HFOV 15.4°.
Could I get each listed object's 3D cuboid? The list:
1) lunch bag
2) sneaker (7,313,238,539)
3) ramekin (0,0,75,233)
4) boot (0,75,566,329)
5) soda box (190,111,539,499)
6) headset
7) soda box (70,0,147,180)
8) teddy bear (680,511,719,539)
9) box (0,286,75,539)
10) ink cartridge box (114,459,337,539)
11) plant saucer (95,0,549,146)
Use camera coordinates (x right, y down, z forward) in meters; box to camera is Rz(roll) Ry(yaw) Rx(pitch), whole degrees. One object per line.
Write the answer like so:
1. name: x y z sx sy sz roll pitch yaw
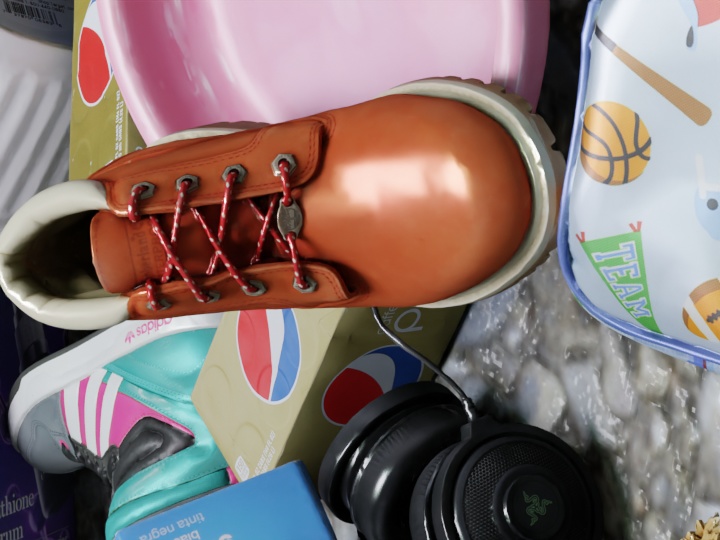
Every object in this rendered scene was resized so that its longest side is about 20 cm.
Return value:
1. lunch bag: 0.146 -0.053 0.774 0.160 0.076 0.201 19 115 27
2. sneaker: -0.095 0.094 1.192 0.200 0.083 0.121 -31 60 53
3. ramekin: -0.173 -0.114 1.175 0.105 0.200 0.200 -53 52 33
4. boot: -0.029 -0.013 0.860 0.200 0.107 0.075 -7 98 42
5. soda box: 0.000 0.000 1.041 0.068 0.064 0.200 57 139 35
6. headset: 0.047 0.077 0.996 0.123 0.094 0.201 21 127 55
7. soda box: -0.077 -0.119 1.084 0.068 0.064 0.201 -30 56 60
8. teddy bear: 0.111 0.183 0.898 0.145 0.067 0.200 59 139 37
9. box: -0.217 0.073 1.283 0.104 0.148 0.201 2 99 22
10. ink cartridge box: -0.021 0.200 1.045 0.145 0.084 0.200 90 157 -60
11. plant saucer: -0.009 -0.100 0.920 0.200 0.051 0.201 16 114 39
